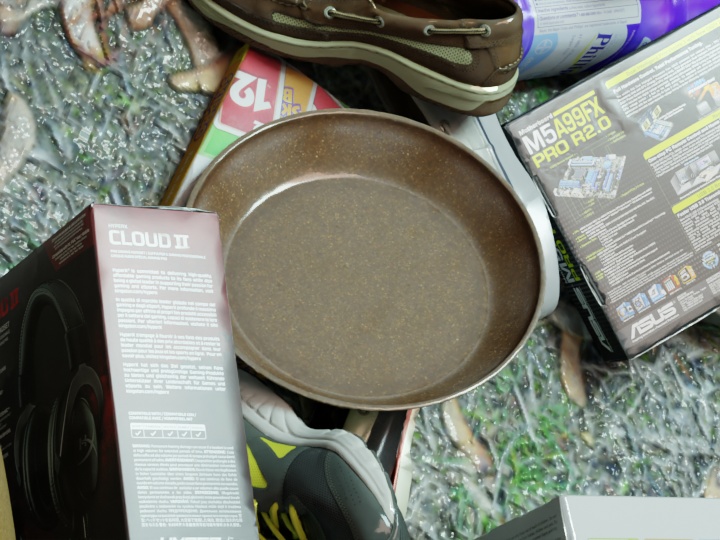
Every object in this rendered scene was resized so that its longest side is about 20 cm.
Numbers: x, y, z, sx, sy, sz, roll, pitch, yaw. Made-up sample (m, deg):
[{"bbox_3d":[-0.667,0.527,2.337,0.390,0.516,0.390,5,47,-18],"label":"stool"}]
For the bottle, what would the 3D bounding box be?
[{"bbox_3d":[0.144,-0.159,1.519,0.199,0.083,0.066,-9,75,-32],"label":"bottle"}]

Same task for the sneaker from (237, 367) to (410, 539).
[{"bbox_3d":[-0.046,0.119,1.234,0.084,0.200,0.075,-31,120,-22],"label":"sneaker"}]

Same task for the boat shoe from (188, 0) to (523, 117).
[{"bbox_3d":[0.000,-0.159,1.393,0.201,0.075,0.075,18,40,2],"label":"boat shoe"}]

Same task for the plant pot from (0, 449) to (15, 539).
[{"bbox_3d":[-0.230,0.122,1.107,0.186,0.186,0.201,-30,101,-39],"label":"plant pot"}]

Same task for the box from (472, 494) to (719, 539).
[{"bbox_3d":[0.167,0.191,1.373,0.199,0.112,0.102,4,66,-33],"label":"box"}]

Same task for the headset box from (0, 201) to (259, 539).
[{"bbox_3d":[-0.125,0.068,1.205,0.077,0.149,0.201,3,69,-34],"label":"headset box"}]

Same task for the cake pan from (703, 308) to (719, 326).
[{"bbox_3d":[0.240,-0.048,1.574,0.199,0.037,0.202,14,62,-29],"label":"cake pan"}]

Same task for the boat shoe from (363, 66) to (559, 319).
[{"bbox_3d":[0.052,-0.058,1.436,0.069,0.071,0.201,-16,78,-24],"label":"boat shoe"}]

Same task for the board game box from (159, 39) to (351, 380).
[{"bbox_3d":[-0.063,-0.029,1.369,0.095,0.030,0.201,35,57,-17],"label":"board game box"}]

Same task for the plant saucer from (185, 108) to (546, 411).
[{"bbox_3d":[0.000,0.000,1.323,0.199,0.037,0.201,5,54,-7],"label":"plant saucer"}]

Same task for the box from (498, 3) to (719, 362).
[{"bbox_3d":[0.200,-0.061,1.483,0.199,0.044,0.161,-30,92,-14],"label":"box"}]

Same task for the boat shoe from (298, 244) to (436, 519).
[{"bbox_3d":[-0.005,0.070,1.340,0.062,0.071,0.201,19,64,-23],"label":"boat shoe"}]
